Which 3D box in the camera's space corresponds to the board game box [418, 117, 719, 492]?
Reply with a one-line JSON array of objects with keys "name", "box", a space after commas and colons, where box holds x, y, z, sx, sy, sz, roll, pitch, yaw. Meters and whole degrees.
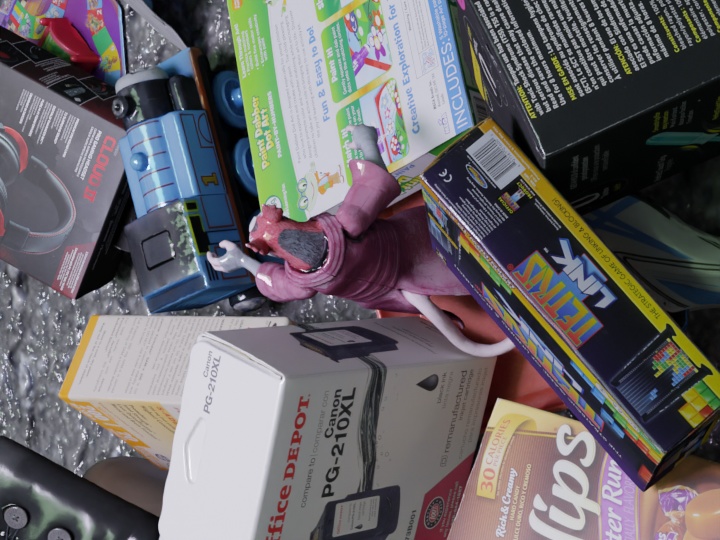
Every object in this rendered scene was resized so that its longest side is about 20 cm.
[{"name": "board game box", "box": [0.118, 0.024, 1.111, 0.057, 0.165, 0.200, -39, 76, -6]}]

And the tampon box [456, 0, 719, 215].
[{"name": "tampon box", "box": [0.167, -0.134, 1.120, 0.199, 0.150, 0.127, -24, 74, -1]}]

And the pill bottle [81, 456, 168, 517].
[{"name": "pill bottle", "box": [-0.200, 0.252, 1.530, 0.116, 0.116, 0.201, 44, 119, 28]}]

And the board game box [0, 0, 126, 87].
[{"name": "board game box", "box": [-0.256, -0.143, 1.594, 0.157, 0.039, 0.201, -3, 92, 40]}]

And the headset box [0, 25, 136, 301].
[{"name": "headset box", "box": [-0.248, -0.083, 1.537, 0.199, 0.075, 0.149, 29, 112, 10]}]

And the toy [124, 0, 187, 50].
[{"name": "toy", "box": [-0.197, -0.249, 1.508, 0.200, 0.115, 0.047, 38, 87, 30]}]

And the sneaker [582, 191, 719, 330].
[{"name": "sneaker", "box": [0.175, -0.007, 1.202, 0.199, 0.072, 0.073, 23, 91, 17]}]

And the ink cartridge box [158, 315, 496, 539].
[{"name": "ink cartridge box", "box": [-0.019, 0.113, 1.266, 0.084, 0.199, 0.146, 25, 109, 41]}]

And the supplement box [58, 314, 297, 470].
[{"name": "supplement box", "box": [-0.101, 0.093, 1.420, 0.199, 0.126, 0.074, -1, 59, 40]}]

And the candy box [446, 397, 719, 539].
[{"name": "candy box", "box": [0.156, 0.162, 1.204, 0.199, 0.056, 0.117, 14, 80, 36]}]

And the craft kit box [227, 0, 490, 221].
[{"name": "craft kit box", "box": [-0.001, -0.141, 1.356, 0.197, 0.048, 0.201, -26, 64, 35]}]

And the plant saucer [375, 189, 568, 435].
[{"name": "plant saucer", "box": [0.093, 0.002, 1.320, 0.199, 0.037, 0.201, -20, 81, 39]}]

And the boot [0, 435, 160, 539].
[{"name": "boot", "box": [-0.174, 0.166, 1.401, 0.199, 0.066, 0.166, 26, 108, 12]}]

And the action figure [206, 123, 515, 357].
[{"name": "action figure", "box": [0.000, 0.000, 1.242, 0.134, 0.199, 0.149, -49, 58, 25]}]

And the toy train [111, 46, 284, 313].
[{"name": "toy train", "box": [-0.121, -0.065, 1.441, 0.086, 0.114, 0.201, -21, 80, 38]}]
